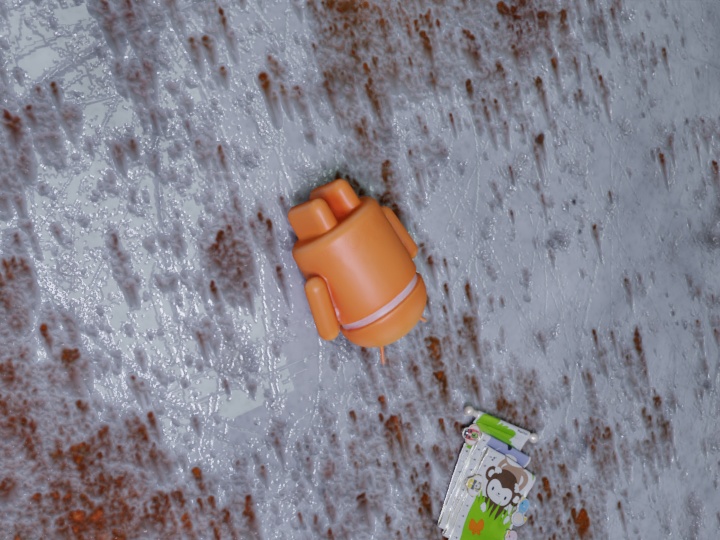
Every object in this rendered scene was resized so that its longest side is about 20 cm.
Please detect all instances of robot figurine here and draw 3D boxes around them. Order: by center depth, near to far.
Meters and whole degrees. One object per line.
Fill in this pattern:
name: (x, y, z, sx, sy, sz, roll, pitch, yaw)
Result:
robot figurine: (-0.001, 0.001, 0.907, 0.115, 0.144, 0.202, -28, 106, 18)

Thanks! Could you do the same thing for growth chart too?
growth chart: (0.166, 0.287, 1.043, 0.142, 0.018, 0.204, 18, 84, -25)
